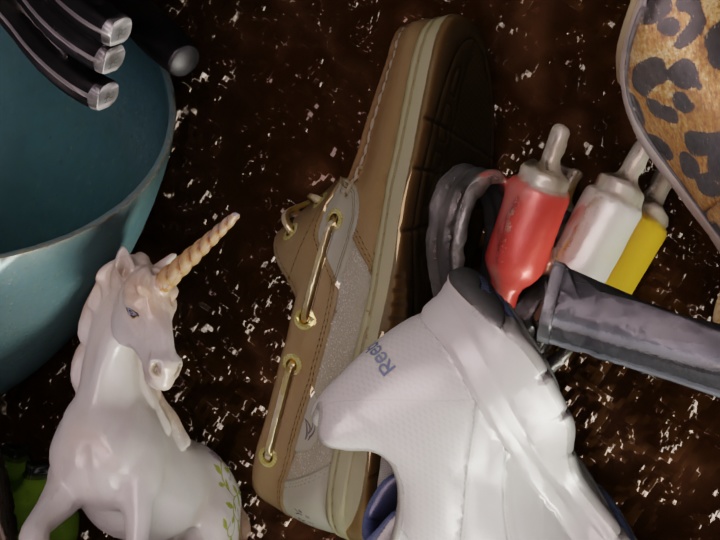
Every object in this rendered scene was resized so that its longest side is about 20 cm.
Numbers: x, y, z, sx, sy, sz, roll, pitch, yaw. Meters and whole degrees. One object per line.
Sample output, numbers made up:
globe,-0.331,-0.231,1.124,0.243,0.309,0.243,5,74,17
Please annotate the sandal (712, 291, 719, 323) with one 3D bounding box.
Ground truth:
sandal,0.183,-0.054,0.960,0.078,0.070,0.212,23,95,12

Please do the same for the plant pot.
plant pot,-0.177,-0.019,0.999,0.200,0.200,0.135,24,131,12

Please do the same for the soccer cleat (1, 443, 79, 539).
soccer cleat,-0.205,0.109,1.018,0.200,0.068,0.081,2,99,-19

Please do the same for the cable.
cable,0.054,0.041,0.983,0.050,0.097,0.200,17,91,49

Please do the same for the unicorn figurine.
unicorn figurine,-0.077,0.078,0.961,0.074,0.200,0.138,3,69,4

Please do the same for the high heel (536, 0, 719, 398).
high heel,0.155,-0.047,0.926,0.142,0.071,0.200,17,96,9

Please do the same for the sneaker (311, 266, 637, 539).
sneaker,0.050,0.094,0.960,0.087,0.075,0.200,-30,114,-1

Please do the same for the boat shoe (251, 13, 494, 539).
boat shoe,0.000,0.000,1.000,0.066,0.074,0.200,11,88,27

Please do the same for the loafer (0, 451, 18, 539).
loafer,-0.153,0.135,0.974,0.068,0.076,0.200,-8,121,-7

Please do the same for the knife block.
knife block,-0.126,-0.128,0.969,0.200,0.064,0.176,-22,78,56
